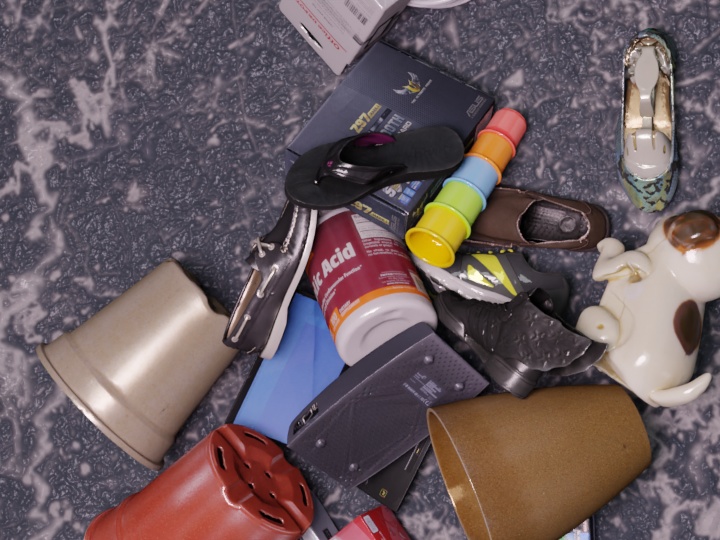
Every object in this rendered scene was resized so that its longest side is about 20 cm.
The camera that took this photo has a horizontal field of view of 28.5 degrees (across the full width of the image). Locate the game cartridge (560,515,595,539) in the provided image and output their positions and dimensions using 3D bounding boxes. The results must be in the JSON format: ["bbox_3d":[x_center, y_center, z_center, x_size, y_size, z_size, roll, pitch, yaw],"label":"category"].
[{"bbox_3d":[0.195,0.329,1.559,0.129,0.038,0.201,-3,87,20],"label":"game cartridge"}]

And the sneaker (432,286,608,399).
[{"bbox_3d":[0.160,0.055,1.465,0.104,0.060,0.200,-54,45,15],"label":"sneaker"}]

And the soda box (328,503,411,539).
[{"bbox_3d":[0.047,0.364,1.570,0.070,0.063,0.200,-43,73,27],"label":"soda box"}]

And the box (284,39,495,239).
[{"bbox_3d":[0.034,-0.149,1.564,0.157,0.051,0.200,29,59,16],"label":"box"}]

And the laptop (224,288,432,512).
[{"bbox_3d":[-0.018,0.145,1.588,0.200,0.103,0.178,29,96,30],"label":"laptop"}]

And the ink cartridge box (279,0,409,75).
[{"bbox_3d":[-0.015,-0.310,1.581,0.068,0.200,0.116,-40,90,-20],"label":"ink cartridge box"}]

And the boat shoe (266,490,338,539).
[{"bbox_3d":[-0.047,0.344,1.611,0.066,0.070,0.200,-37,80,24],"label":"boat shoe"}]

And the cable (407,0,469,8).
[{"bbox_3d":[0.080,-0.396,1.606,0.199,0.069,0.201,15,93,16],"label":"cable"}]

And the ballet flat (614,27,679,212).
[{"bbox_3d":[0.308,-0.164,1.530,0.074,0.074,0.201,-3,87,16],"label":"ballet flat"}]

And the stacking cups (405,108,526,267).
[{"bbox_3d":[0.121,-0.093,1.546,0.060,0.061,0.200,25,59,15],"label":"stacking cups"}]

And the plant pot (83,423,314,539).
[{"bbox_3d":[-0.167,0.285,1.557,0.195,0.201,0.201,-46,77,22],"label":"plant pot"}]

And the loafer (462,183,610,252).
[{"bbox_3d":[0.173,-0.062,1.561,0.199,0.071,0.073,3,88,16],"label":"loafer"}]

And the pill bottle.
[{"bbox_3d":[0.000,0.000,1.553,0.114,0.114,0.200,-33,51,12],"label":"pill bottle"}]

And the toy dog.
[{"bbox_3d":[0.311,0.027,1.461,0.139,0.194,0.200,33,92,-28],"label":"toy dog"}]

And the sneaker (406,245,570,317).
[{"bbox_3d":[0.143,0.010,1.577,0.200,0.075,0.085,28,73,18],"label":"sneaker"}]

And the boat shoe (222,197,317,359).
[{"bbox_3d":[-0.098,-0.001,1.540,0.060,0.074,0.201,14,108,-15],"label":"boat shoe"}]

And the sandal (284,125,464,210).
[{"bbox_3d":[0.013,-0.119,1.483,0.200,0.048,0.076,-17,61,-14],"label":"sandal"}]

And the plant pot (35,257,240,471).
[{"bbox_3d":[-0.234,0.094,1.624,0.183,0.200,0.200,-44,77,-2],"label":"plant pot"}]

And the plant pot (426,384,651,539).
[{"bbox_3d":[0.195,0.198,1.483,0.199,0.186,0.187,-19,82,-8],"label":"plant pot"}]

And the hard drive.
[{"bbox_3d":[0.026,0.143,1.520,0.200,0.135,0.042,-39,44,11],"label":"hard drive"}]
